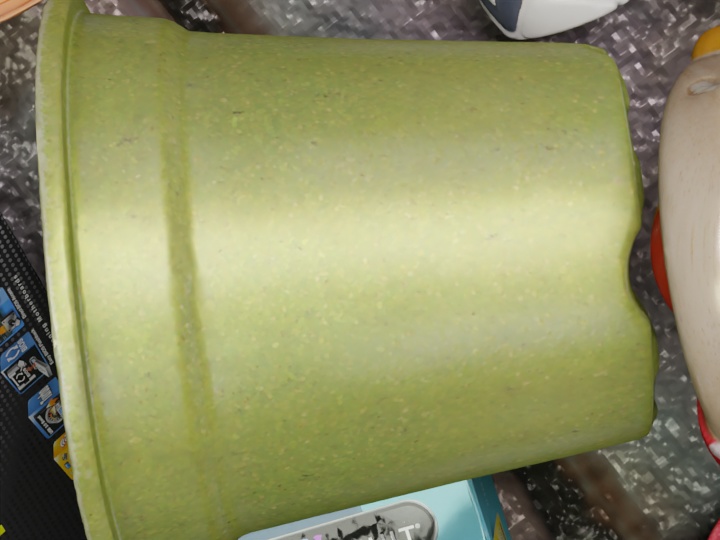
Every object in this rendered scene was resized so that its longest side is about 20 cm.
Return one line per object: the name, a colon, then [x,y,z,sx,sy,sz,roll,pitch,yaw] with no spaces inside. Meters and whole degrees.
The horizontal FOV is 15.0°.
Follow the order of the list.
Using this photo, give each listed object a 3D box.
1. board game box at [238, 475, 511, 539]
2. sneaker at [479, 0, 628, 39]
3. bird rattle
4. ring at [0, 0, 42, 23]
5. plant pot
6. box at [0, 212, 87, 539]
board game box: [0.000,0.174,1.017,0.150,0.047,0.201,-17,95,11]
sneaker: [0.106,-0.170,0.882,0.199,0.080,0.130,-20,116,23]
bird rattle: [0.121,0.017,0.846,0.112,0.200,0.163,-7,122,30]
ring: [-0.165,-0.162,0.881,0.200,0.019,0.201,6,70,-18]
plant pot: [0.000,0.000,0.902,0.183,0.200,0.201,-5,110,1]
box: [-0.176,0.051,0.939,0.160,0.044,0.200,-42,124,-25]
